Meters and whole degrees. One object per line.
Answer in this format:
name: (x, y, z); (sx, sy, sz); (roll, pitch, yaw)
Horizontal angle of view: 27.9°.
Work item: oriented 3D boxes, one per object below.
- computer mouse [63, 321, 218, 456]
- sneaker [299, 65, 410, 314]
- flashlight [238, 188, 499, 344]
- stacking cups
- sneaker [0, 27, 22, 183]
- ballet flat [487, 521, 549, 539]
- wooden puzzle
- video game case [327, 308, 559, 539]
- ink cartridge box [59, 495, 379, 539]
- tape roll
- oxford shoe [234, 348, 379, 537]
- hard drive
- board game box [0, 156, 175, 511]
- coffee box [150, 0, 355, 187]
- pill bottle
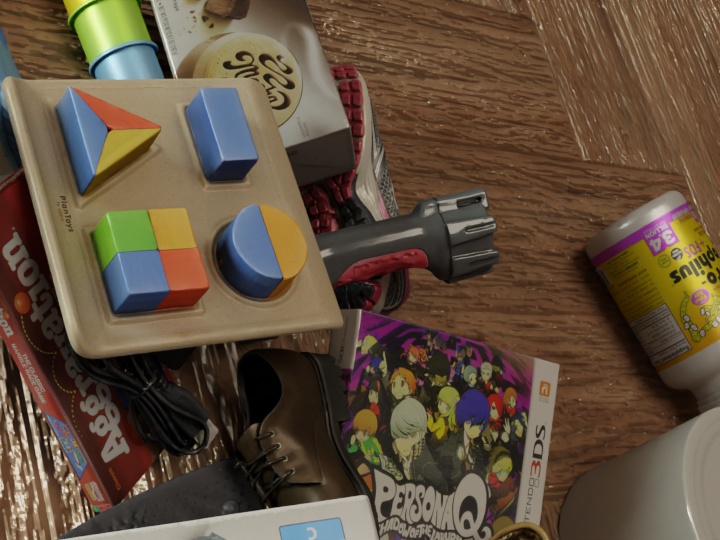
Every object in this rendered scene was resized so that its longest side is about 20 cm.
computer mouse: (-0.117, 0.006, 0.935); (0.139, 0.052, 0.201); (53, 32, -42)
sneaker: (-0.009, -0.061, 1.133); (0.074, 0.080, 0.202); (11, 69, -57)
flashlight: (0.000, 0.000, 1.037); (0.198, 0.068, 0.068); (-12, 66, -13)
stacking cups: (-0.169, -0.134, 1.051); (0.060, 0.060, 0.202); (-9, 76, -46)
sneaker: (-0.227, -0.070, 0.946); (0.090, 0.078, 0.202); (-4, 76, -55)
ballet flat: (0.056, 0.233, 0.973); (0.069, 0.063, 0.200); (42, 54, 16)
wooden puzzle: (-0.107, -0.045, 0.895); (0.199, 0.046, 0.187); (-3, 64, -38)
video game case: (0.053, 0.137, 1.039); (0.199, 0.036, 0.183); (17, 76, -35)
ink cartridge box: (-0.071, 0.227, 0.802); (0.198, 0.045, 0.178); (-5, 68, -24)
tape roll: (0.276, 0.227, 1.158); (0.202, 0.139, 0.204); (24, 49, -31)
oxford shoe: (-0.044, 0.137, 0.930); (0.084, 0.073, 0.201); (16, 40, -38)
hard drive: (-0.121, 0.205, 0.873); (0.199, 0.042, 0.136); (-23, 80, -49)
board game box: (-0.174, 0.036, 0.892); (0.103, 0.019, 0.201); (-51, 125, -52)
coffee box: (-0.087, -0.161, 1.082); (0.112, 0.080, 0.201); (-17, 72, -3)
pill bottle: (0.298, 0.036, 1.330); (0.104, 0.104, 0.201); (-24, 82, -48)
